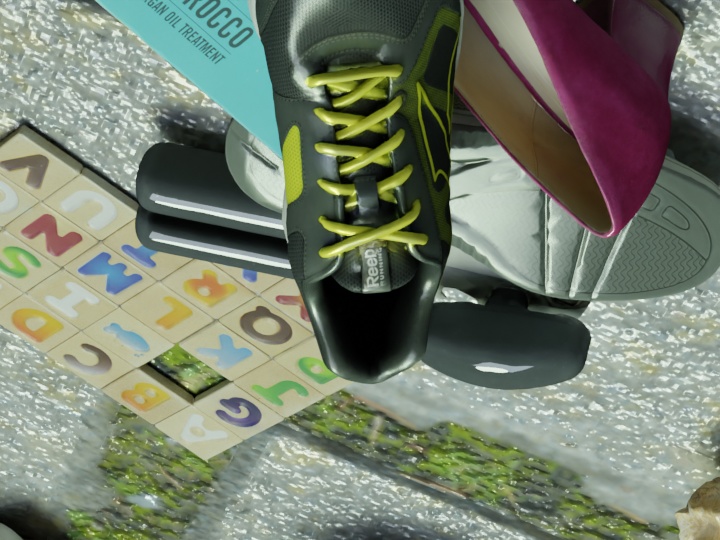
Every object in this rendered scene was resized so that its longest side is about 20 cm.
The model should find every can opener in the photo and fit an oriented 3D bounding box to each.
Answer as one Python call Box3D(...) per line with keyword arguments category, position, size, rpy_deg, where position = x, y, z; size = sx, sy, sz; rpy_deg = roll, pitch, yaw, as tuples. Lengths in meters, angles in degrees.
Box3D(category="can opener", position=(0.000, 0.000, 1.181), size=(0.199, 0.067, 0.053), rpy_deg=(11, 143, 3))

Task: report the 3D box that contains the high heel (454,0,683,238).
Box3D(category="high heel", position=(0.027, -0.092, 1.023), size=(0.199, 0.096, 0.067), rpy_deg=(32, 142, -19))

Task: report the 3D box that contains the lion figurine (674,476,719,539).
Box3D(category="lion figurine", position=(0.244, 0.133, 1.263), size=(0.199, 0.073, 0.123), rpy_deg=(-8, 125, 11))

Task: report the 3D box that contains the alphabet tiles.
Box3D(category="alphabet tiles", position=(-0.100, 0.009, 1.291), size=(0.200, 0.008, 0.167), rpy_deg=(35, 141, -22))

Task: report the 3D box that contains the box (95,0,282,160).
Box3D(category="box", position=(-0.072, -0.121, 0.998), size=(0.049, 0.082, 0.200), rpy_deg=(-37, 137, 12))

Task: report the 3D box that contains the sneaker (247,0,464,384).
Box3D(category="sneaker", position=(0.006, -0.042, 0.983), size=(0.074, 0.085, 0.201), rpy_deg=(-9, 138, -1))

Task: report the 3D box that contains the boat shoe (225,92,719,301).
Box3D(category="boat shoe", position=(0.049, -0.043, 1.119), size=(0.201, 0.065, 0.075), rpy_deg=(11, 125, 0))

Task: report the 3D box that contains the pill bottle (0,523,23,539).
Box3D(category="pill bottle", position=(-0.164, 0.233, 1.523), size=(0.114, 0.115, 0.200), rpy_deg=(-14, 134, 37))
